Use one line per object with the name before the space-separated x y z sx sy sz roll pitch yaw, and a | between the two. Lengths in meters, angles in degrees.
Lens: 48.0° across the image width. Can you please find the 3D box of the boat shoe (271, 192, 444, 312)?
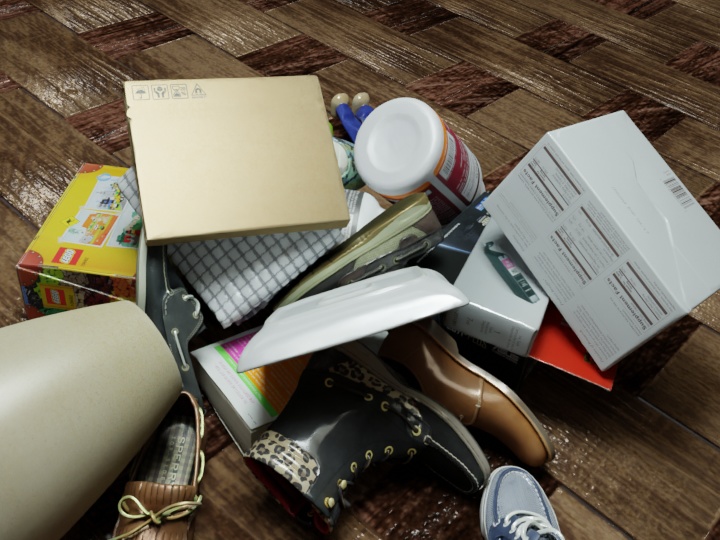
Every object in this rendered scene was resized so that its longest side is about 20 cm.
boat shoe | 0.000 0.000 0.841 0.199 0.067 0.072 -36 9 1

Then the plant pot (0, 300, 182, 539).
plant pot | -0.247 0.115 0.641 0.198 0.190 0.186 -32 52 -30

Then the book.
book | -0.057 0.097 0.824 0.197 0.049 0.134 -19 44 -30

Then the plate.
plate | -0.009 0.034 0.730 0.195 0.033 0.200 -18 3 2

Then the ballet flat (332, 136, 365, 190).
ballet flat | -0.078 -0.133 0.945 0.195 0.075 0.075 8 38 -7

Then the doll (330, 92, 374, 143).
doll | 0.026 -0.183 1.170 0.134 0.049 0.201 -10 48 -34

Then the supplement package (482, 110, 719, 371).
supplement package | 0.248 -0.035 0.792 0.154 0.111 0.202 -20 70 -43

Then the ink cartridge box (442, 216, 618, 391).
ink cartridge box | 0.196 0.013 0.827 0.171 0.044 0.201 20 42 15

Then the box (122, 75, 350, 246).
box | -0.119 -0.110 0.777 0.196 0.021 0.167 -7 72 -21

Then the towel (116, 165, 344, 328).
towel | -0.130 -0.063 0.838 0.165 0.086 0.201 -40 84 -7

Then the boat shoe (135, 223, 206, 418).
boat shoe | -0.181 0.044 0.769 0.066 0.205 0.072 -3 1 -13

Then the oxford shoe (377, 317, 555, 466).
oxford shoe | 0.099 0.129 0.785 0.199 0.072 0.071 39 66 15

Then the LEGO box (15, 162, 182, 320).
LEGO box | -0.274 -0.030 0.917 0.145 0.078 0.202 7 39 1

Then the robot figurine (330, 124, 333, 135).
robot figurine | -0.119 -0.163 1.071 0.171 0.117 0.202 -6 40 -7

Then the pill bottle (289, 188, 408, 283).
pill bottle | -0.039 -0.037 0.930 0.195 0.118 0.117 9 39 4

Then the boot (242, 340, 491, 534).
boot | 0.006 0.166 0.715 0.199 0.073 0.151 41 55 2

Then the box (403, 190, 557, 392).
box | 0.159 0.015 0.920 0.162 0.087 0.199 29 44 23

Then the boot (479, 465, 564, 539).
boot | 0.144 0.226 0.658 0.071 0.092 0.202 3 39 -4

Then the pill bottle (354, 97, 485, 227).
pill bottle | 0.082 -0.119 0.984 0.112 0.114 0.199 35 3 31

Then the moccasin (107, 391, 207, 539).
moccasin | -0.162 0.192 0.661 0.072 0.079 0.204 11 44 1
